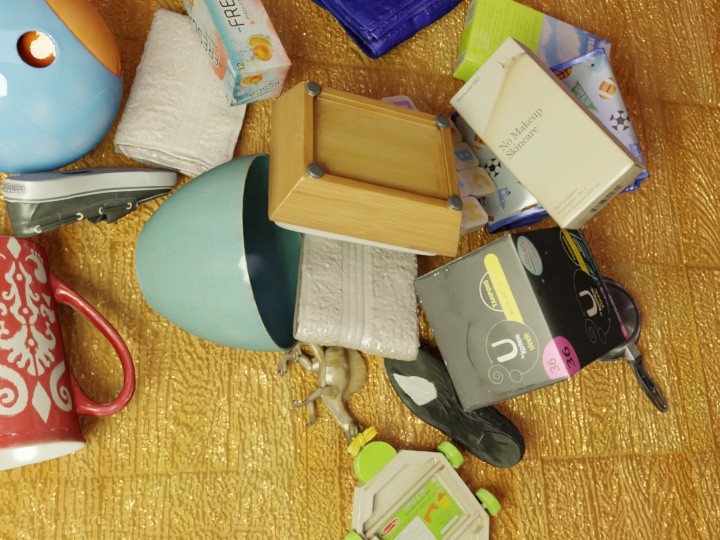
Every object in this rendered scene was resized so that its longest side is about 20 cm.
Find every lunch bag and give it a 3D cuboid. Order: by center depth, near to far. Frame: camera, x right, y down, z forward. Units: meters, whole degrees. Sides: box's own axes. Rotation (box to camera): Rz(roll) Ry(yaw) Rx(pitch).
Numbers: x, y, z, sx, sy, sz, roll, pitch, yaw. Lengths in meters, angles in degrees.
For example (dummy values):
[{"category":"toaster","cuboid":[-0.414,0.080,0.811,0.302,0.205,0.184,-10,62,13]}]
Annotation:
[{"category":"lunch bag","cuboid":[0.228,-0.152,0.918,0.200,0.124,0.170,-20,82,12]}]

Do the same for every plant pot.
[{"category":"plant pot","cuboid":[-0.147,-0.010,0.753,0.135,0.200,0.200,-8,76,11]}]

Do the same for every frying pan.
[{"category":"frying pan","cuboid":[0.320,0.095,0.934,0.115,0.031,0.190,-9,75,-17]}]

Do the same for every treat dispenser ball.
[{"category":"treat dispenser ball","cuboid":[-0.338,-0.195,0.726,0.201,0.201,0.201,4,74,-15]}]

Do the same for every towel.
[{"category":"towel","cuboid":[0.000,0.000,0.793,0.132,0.034,0.200,12,50,-14]},{"category":"towel","cuboid":[-0.199,-0.206,0.860,0.132,0.034,0.200,14,72,-13]},{"category":"towel","cuboid":[0.044,-0.375,0.958,0.200,0.050,0.148,-38,78,-22]}]

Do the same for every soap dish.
[{"category":"soap dish","cuboid":[0.009,-0.104,0.753,0.200,0.081,0.157,11,55,-19]}]

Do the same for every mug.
[{"category":"mug","cuboid":[-0.328,0.081,0.709,0.177,0.133,0.200,5,65,-51]}]

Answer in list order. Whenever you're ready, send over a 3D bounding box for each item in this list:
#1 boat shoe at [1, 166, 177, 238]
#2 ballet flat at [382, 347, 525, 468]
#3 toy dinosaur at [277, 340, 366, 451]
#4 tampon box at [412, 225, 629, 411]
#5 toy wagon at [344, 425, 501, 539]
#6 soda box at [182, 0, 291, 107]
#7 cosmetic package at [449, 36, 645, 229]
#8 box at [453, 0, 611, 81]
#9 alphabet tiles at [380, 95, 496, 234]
[{"category":"boat shoe","cuboid":[-0.272,-0.074,0.757,0.200,0.069,0.057,-18,114,-55]},{"category":"ballet flat","cuboid":[0.103,0.155,0.849,0.200,0.057,0.066,41,96,3]},{"category":"toy dinosaur","cuboid":[-0.036,0.100,0.822,0.101,0.058,0.200,4,81,-31]},{"category":"tampon box","cuboid":[0.179,0.044,0.803,0.200,0.126,0.150,-12,77,-55]},{"category":"toy wagon","cuboid":[0.054,0.254,0.796,0.155,0.040,0.200,-38,92,-22]},{"category":"soda box","cuboid":[-0.152,-0.290,0.849,0.068,0.064,0.200,-18,73,-24]},{"category":"cosmetic package","cuboid":[0.206,-0.152,0.824,0.200,0.104,0.073,51,25,18]},{"category":"box","cuboid":[0.235,-0.289,1.001,0.200,0.048,0.122,18,71,-10]},{"category":"alphabet tiles","cuboid":[0.064,-0.123,0.852,0.196,0.015,0.200,-15,65,-35]}]
